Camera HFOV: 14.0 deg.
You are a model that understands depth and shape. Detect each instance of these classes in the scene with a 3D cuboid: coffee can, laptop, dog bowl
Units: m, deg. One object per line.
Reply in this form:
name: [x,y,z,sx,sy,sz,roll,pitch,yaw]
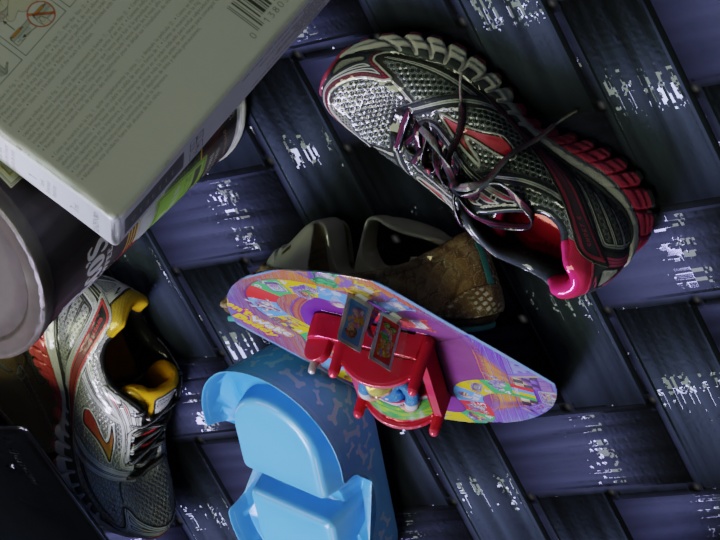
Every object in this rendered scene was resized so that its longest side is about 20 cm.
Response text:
coffee can: [-0.180,-0.067,1.679,0.146,0.200,0.147,24,138,23]
laptop: [-0.244,0.122,1.951,0.116,0.200,0.188,-26,130,5]
dog bowl: [-0.033,0.127,1.830,0.111,0.050,0.201,20,138,33]

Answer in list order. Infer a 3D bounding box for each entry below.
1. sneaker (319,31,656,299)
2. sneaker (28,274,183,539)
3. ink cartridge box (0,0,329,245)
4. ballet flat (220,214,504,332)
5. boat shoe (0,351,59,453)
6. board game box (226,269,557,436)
sneaker: [0.062,-0.060,1.589,0.200,0.075,0.081,30,138,16]
sneaker: [-0.155,0.092,1.891,0.082,0.078,0.201,8,128,33]
ink cartridge box: [-0.138,-0.141,1.589,0.173,0.200,0.044,36,160,9]
ballet flat: [0.000,0.000,1.711,0.199,0.070,0.066,0,96,36]
boat shoe: [-0.253,0.047,1.932,0.071,0.076,0.200,-8,119,41]
board game box: [0.011,0.062,1.688,0.200,0.039,0.158,30,156,-28]
